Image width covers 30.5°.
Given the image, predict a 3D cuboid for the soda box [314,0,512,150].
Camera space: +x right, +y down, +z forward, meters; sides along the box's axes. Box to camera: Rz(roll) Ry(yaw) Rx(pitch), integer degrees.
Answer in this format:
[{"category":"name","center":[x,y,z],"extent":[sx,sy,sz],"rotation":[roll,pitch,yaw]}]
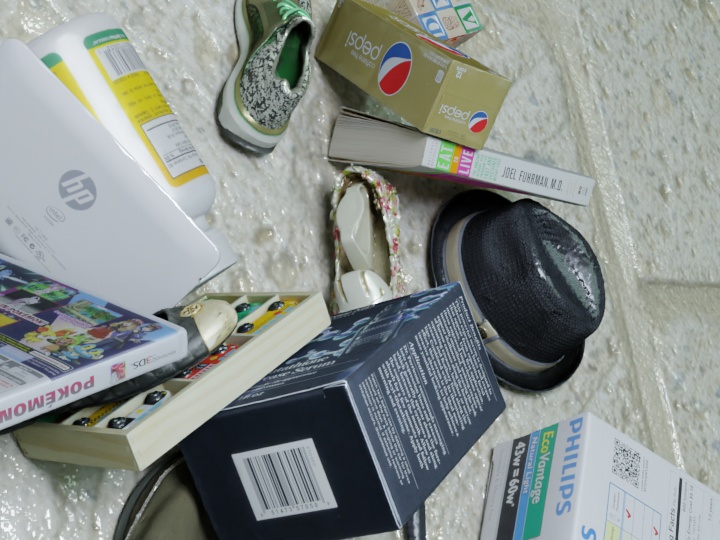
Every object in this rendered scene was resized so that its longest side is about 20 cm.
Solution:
[{"category":"soda box","center":[0.040,-0.173,1.128],"extent":[0.067,0.064,0.200],"rotation":[13,18,-35]}]

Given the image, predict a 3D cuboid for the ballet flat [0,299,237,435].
[{"category":"ballet flat","center":[-0.176,0.056,0.859],"extent":[0.198,0.066,0.057],"rotation":[-18,108,-8]}]

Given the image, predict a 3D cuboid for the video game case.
[{"category":"video game case","center":[-0.236,0.042,0.794],"extent":[0.182,0.199,0.023],"rotation":[-20,119,-46]}]

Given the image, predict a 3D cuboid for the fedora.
[{"category":"fedora","center":[0.158,0.006,1.204],"extent":[0.199,0.091,0.202],"rotation":[19,59,-34]}]

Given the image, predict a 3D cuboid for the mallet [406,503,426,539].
[{"category":"mallet","center":[0.035,0.141,1.078],"extent":[0.065,0.041,0.202],"rotation":[20,62,-34]}]

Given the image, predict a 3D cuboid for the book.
[{"category":"book","center":[0.091,-0.094,1.166],"extent":[0.199,0.133,0.049],"rotation":[10,96,-38]}]

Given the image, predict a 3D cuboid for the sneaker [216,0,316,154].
[{"category":"sneaker","center":[-0.059,-0.196,1.117],"extent":[0.077,0.088,0.202],"rotation":[26,53,-30]}]

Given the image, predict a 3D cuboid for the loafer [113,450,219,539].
[{"category":"loafer","center":[-0.131,0.205,0.880],"extent":[0.075,0.069,0.201],"rotation":[38,50,-21]}]

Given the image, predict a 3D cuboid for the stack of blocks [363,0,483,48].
[{"category":"stack of blocks","center":[0.040,-0.304,1.274],"extent":[0.115,0.058,0.201],"rotation":[-23,86,-44]}]

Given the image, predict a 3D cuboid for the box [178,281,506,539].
[{"category":"box","center":[-0.008,0.102,0.940],"extent":[0.200,0.147,0.108],"rotation":[-35,106,-58]}]

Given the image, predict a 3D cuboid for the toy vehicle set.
[{"category":"toy vehicle set","center":[-0.127,0.070,0.910],"extent":[0.200,0.124,0.027],"rotation":[-37,115,-44]}]

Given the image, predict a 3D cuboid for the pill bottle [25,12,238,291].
[{"category":"pill bottle","center":[-0.173,-0.071,0.946],"extent":[0.113,0.112,0.201],"rotation":[-34,93,-44]}]

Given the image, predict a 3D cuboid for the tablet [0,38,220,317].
[{"category":"tablet","center":[-0.200,-0.043,0.889],"extent":[0.200,0.130,0.014],"rotation":[46,26,-5]}]

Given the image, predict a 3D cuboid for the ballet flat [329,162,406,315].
[{"category":"ballet flat","center":[0.000,0.000,1.083],"extent":[0.064,0.075,0.202],"rotation":[49,29,-54]}]

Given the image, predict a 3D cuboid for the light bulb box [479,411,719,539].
[{"category":"light bulb box","center":[0.206,0.258,1.104],"extent":[0.199,0.124,0.200],"rotation":[32,53,-24]}]
